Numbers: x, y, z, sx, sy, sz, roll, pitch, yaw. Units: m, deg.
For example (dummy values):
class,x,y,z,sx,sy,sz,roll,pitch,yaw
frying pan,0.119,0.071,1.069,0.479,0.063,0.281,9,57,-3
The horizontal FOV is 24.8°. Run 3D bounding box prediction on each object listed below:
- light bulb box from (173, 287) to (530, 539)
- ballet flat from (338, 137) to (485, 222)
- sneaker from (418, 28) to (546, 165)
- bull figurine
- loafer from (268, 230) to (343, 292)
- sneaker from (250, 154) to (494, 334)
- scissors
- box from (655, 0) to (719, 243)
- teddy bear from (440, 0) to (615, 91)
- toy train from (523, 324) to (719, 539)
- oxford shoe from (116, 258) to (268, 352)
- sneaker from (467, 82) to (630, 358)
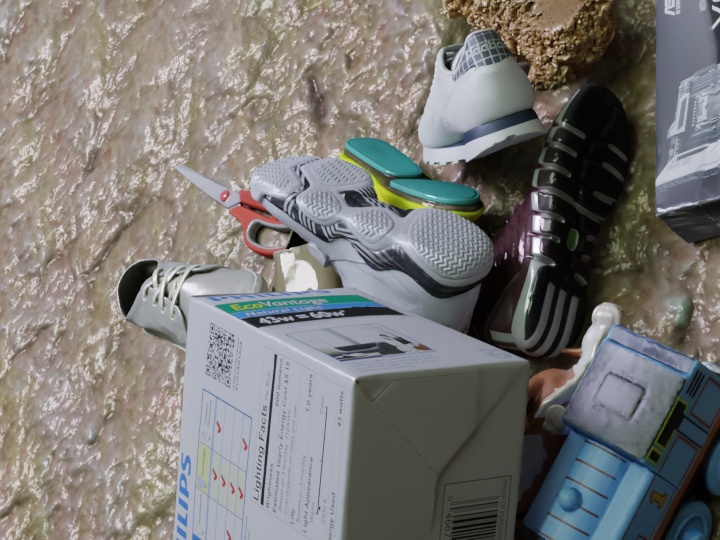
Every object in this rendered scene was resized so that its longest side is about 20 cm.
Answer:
class,x,y,z,sx,sy,sz,roll,pitch,yaw
light bulb box,-0.013,0.127,0.983,0.199,0.124,0.201,22,111,55
ballet flat,0.036,-0.046,1.222,0.200,0.066,0.068,-143,56,-61
sneaker,0.080,-0.122,1.170,0.076,0.081,0.200,-22,4,-11
bull figurine,0.106,0.108,1.053,0.065,0.121,0.201,44,106,23
loafer,-0.035,0.014,1.217,0.075,0.068,0.201,-18,34,13
sneaker,0.000,0.000,1.142,0.199,0.075,0.116,25,125,30
scissors,-0.112,-0.054,1.410,0.199,0.014,0.074,10,76,44
box,0.272,-0.132,1.075,0.156,0.050,0.202,-15,58,37
teddy bear,0.133,-0.202,1.231,0.146,0.067,0.199,-54,37,-10
toy train,0.157,0.136,0.978,0.086,0.114,0.201,26,85,47
oxford shoe,-0.136,0.023,1.275,0.199,0.058,0.076,4,60,58
sneaker,0.113,-0.037,1.152,0.115,0.075,0.202,-4,61,50
